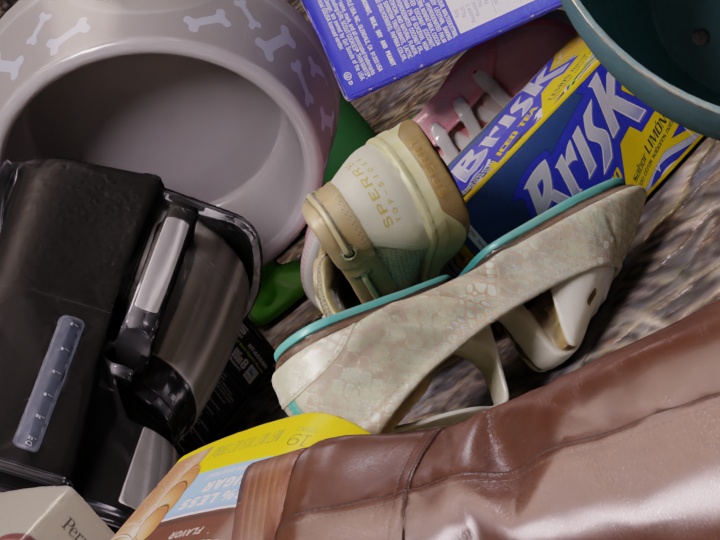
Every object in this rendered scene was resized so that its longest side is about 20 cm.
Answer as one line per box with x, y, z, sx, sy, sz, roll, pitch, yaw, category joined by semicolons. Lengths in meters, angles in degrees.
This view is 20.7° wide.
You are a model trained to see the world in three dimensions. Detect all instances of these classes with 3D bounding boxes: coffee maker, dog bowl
-0.160;0.055;0.964;0.192;0.135;0.200;3;46;14;coffee maker
-0.109;-0.067;1.043;0.200;0.200;0.059;-35;36;24;dog bowl

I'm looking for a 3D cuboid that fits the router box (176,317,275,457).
-0.155;0.099;1.127;0.200;0.062;0.150;-24;22;50;router box

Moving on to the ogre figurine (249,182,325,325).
-0.099;-0.014;1.207;0.200;0.120;0.098;-23;22;50;ogre figurine

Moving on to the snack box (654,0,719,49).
0.218;-0.150;0.864;0.200;0.072;0.024;-43;13;-7;snack box

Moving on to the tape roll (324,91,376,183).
-0.079;-0.051;1.413;0.200;0.048;0.200;-39;14;11;tape roll

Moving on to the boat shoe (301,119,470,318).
0.001;0.002;0.859;0.063;0.073;0.201;-28;-13;-13;boat shoe

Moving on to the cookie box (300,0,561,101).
0.086;-0.169;0.975;0.200;0.075;0.171;-22;9;21;cookie box

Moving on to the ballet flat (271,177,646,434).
0.051;0.025;0.798;0.200;0.062;0.067;-26;-14;-31;ballet flat

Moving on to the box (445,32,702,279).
0.109;-0.066;0.921;0.200;0.064;0.070;-46;14;-17;box

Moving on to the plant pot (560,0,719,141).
0.164;-0.130;0.767;0.200;0.200;0.135;-43;-12;-7;plant pot

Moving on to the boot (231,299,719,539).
0.054;0.100;0.577;0.200;0.064;0.187;-18;48;20;boot

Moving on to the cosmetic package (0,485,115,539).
-0.164;0.192;0.791;0.200;0.103;0.087;-51;19;-29;cosmetic package

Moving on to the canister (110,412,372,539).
-0.072;0.150;0.706;0.148;0.087;0.200;-24;21;50;canister

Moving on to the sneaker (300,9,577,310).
0.044;-0.045;1.014;0.200;0.075;0.105;-39;13;27;sneaker
